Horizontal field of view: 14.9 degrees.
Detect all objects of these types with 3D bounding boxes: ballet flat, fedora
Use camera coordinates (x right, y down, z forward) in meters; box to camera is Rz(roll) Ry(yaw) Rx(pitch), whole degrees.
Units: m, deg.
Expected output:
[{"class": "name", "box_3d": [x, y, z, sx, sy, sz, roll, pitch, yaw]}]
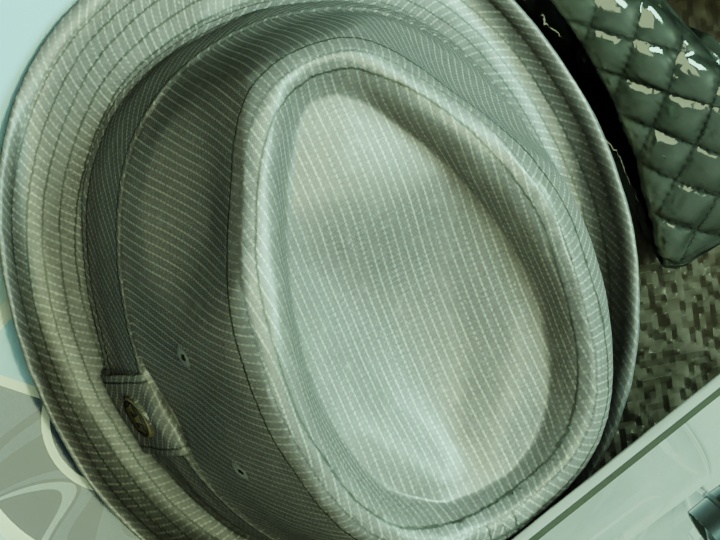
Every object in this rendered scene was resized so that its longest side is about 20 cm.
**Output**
[{"class": "ballet flat", "box_3d": [0.047, -0.080, 0.803, 0.200, 0.066, 0.057, 42, 86, -13]}, {"class": "fedora", "box_3d": [0.000, 0.000, 0.735, 0.177, 0.090, 0.200, -19, 97, -14]}]

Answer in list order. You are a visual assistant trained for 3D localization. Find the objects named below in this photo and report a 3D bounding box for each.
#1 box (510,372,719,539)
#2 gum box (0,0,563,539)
[{"class": "box", "box_3d": [0.063, 0.106, 0.761, 0.200, 0.117, 0.060, -40, 74, 6]}, {"class": "gum box", "box_3d": [-0.063, 0.008, 0.789, 0.200, 0.045, 0.170, 20, 87, -14]}]
